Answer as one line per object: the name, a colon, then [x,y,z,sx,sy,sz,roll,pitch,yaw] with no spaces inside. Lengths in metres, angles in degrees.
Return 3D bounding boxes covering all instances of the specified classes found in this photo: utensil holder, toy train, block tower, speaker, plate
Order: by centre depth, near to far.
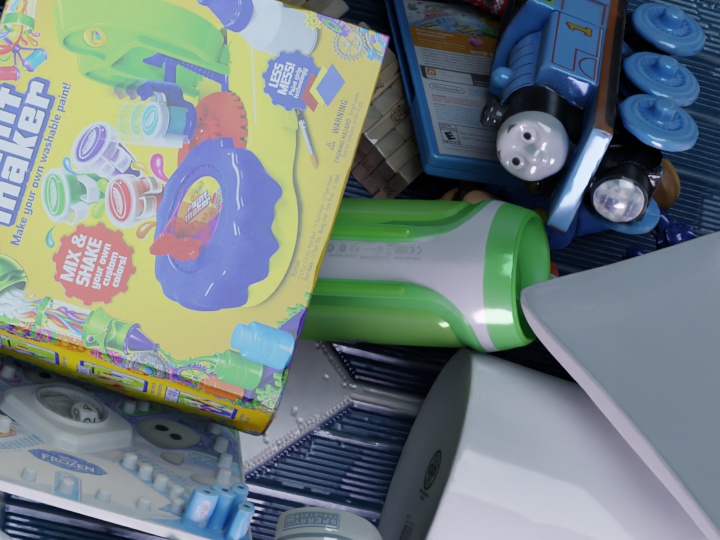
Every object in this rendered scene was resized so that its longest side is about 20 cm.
plate: [0.201,0.072,1.419,0.199,0.032,0.200,-14,56,-45]
speaker: [0.000,0.000,1.445,0.199,0.088,0.089,2,69,20]
utensil holder: [0.124,0.148,1.457,0.199,0.170,0.171,21,68,-8]
toy train: [0.127,-0.097,1.469,0.114,0.087,0.200,19,35,-3]
block tower: [-0.030,-0.132,1.555,0.058,0.054,0.200,-42,90,-23]

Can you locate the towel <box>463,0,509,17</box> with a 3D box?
towel: [0.022,-0.227,1.589,0.199,0.023,0.145,21,42,-11]

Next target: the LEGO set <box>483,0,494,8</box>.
LEGO set: [0.030,-0.208,1.503,0.153,0.116,0.200,-4,29,6]

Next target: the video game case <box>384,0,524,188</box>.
video game case: [0.089,-0.124,1.559,0.142,0.018,0.201,7,46,-19]

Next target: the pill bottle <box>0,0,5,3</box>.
pill bottle: [-0.239,-0.194,1.477,0.200,0.112,0.112,-35,86,-25]

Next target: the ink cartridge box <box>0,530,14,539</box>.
ink cartridge box: [-0.271,0.142,1.343,0.200,0.145,0.084,35,66,-4]

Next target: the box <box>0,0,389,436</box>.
box: [-0.108,-0.043,1.343,0.191,0.122,0.201,17,79,-3]

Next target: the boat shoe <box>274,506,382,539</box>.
boat shoe: [-0.001,0.195,1.357,0.070,0.201,0.072,-2,58,21]

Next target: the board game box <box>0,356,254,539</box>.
board game box: [-0.153,0.072,1.388,0.199,0.200,0.026,17,108,-12]

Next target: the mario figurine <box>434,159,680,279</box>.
mario figurine: [0.097,-0.038,1.532,0.199,0.123,0.107,-28,122,-29]

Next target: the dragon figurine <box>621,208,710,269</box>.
dragon figurine: [0.205,0.062,1.544,0.059,0.099,0.201,-32,89,-23]
